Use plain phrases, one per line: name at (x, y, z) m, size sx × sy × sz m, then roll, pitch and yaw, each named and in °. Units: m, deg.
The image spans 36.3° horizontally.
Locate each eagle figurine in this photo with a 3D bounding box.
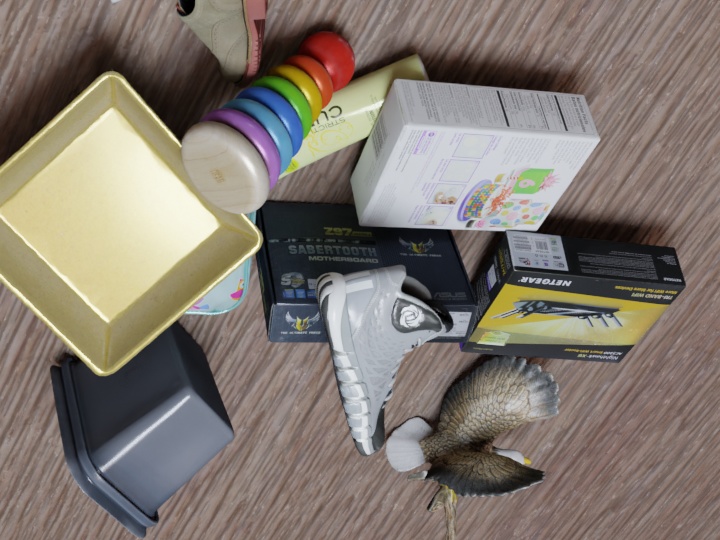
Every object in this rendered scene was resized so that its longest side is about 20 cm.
eagle figurine at (0.132, 0.198, 1.230) m, size 0.149 × 0.153 × 0.201 m, roll -21°, pitch 159°, yaw -26°

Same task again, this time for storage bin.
storage bin at (-0.208, 0.145, 1.102) m, size 0.134 × 0.201 × 0.146 m, roll -36°, pitch 125°, yaw 2°

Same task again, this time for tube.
tube at (-0.026, -0.139, 1.030) m, size 0.197 × 0.052 × 0.059 m, roll -21°, pitch 88°, yaw 10°

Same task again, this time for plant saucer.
plant saucer at (-0.219, -0.041, 0.959) m, size 0.199 × 0.049 × 0.200 m, roll -39°, pitch 112°, yaw 7°

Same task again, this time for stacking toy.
stacking toy at (-0.065, -0.141, 0.943) m, size 0.084 × 0.201 × 0.086 m, roll 23°, pitch 142°, yaw 20°

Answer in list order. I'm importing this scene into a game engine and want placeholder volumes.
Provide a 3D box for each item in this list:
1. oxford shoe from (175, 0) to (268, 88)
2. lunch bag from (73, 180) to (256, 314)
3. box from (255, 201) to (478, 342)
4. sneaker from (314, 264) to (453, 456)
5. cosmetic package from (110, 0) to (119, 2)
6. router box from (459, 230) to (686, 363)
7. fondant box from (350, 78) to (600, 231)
oxford shoe at (-0.114, -0.215, 0.904) m, size 0.073 × 0.072 × 0.200 m, roll 4°, pitch 159°, yaw -7°
lunch bag at (-0.198, -0.041, 1.035) m, size 0.196 × 0.078 × 0.162 m, roll 4°, pitch 125°, yaw -12°
box at (0.000, 0.000, 1.062) m, size 0.196 × 0.159 × 0.052 m, roll 2°, pitch 127°, yaw -13°
sneaker at (0.032, 0.080, 0.984) m, size 0.113 × 0.075 × 0.202 m, roll -15°, pitch 128°, yaw -4°
cosmetic package at (-0.132, -0.306, 0.875) m, size 0.197 × 0.074 × 0.103 m, roll -22°, pitch 126°, yaw 1°
router box at (0.218, 0.032, 1.168) m, size 0.196 × 0.053 × 0.158 m, roll 5°, pitch 144°, yaw -15°
fondant box at (0.104, -0.104, 1.038) m, size 0.196 × 0.059 × 0.145 m, roll 2°, pitch 145°, yaw -20°
